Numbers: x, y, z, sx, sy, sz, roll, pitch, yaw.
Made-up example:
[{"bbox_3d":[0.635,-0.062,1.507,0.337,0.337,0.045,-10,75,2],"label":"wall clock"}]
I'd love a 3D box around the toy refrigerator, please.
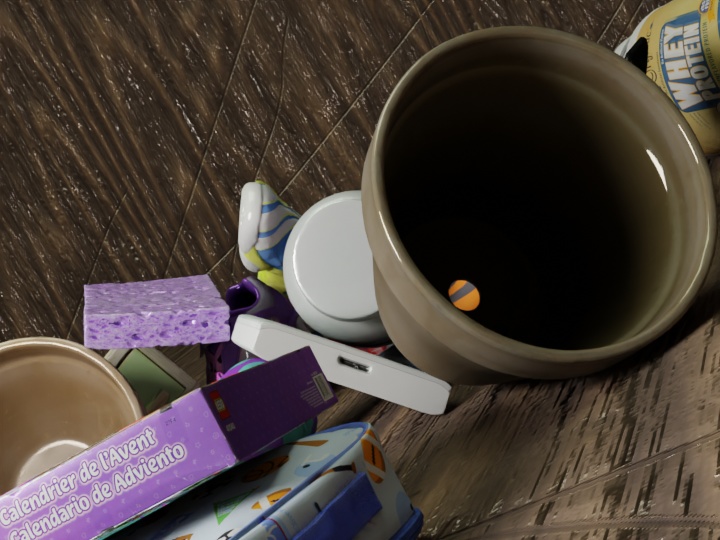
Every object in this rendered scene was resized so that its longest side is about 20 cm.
[{"bbox_3d":[-0.224,0.150,1.203,0.201,0.076,0.070,-52,8,-10],"label":"toy refrigerator"}]

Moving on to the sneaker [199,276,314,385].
[{"bbox_3d":[-0.107,0.083,1.252,0.080,0.088,0.201,-28,28,39],"label":"sneaker"}]

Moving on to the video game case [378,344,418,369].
[{"bbox_3d":[0.119,0.023,1.128,0.199,0.022,0.182,-32,4,-12],"label":"video game case"}]

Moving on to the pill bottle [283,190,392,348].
[{"bbox_3d":[0.000,0.000,1.100,0.111,0.113,0.200,-30,-7,1],"label":"pill bottle"}]

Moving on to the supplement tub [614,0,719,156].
[{"bbox_3d":[0.326,-0.184,1.293,0.144,0.146,0.199,-32,4,-30],"label":"supplement tub"}]

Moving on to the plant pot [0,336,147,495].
[{"bbox_3d":[-0.241,0.160,1.106,0.199,0.202,0.093,-30,-25,0],"label":"plant pot"}]

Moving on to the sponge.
[{"bbox_3d":[-0.169,0.032,1.182,0.110,0.030,0.200,-4,8,-10],"label":"sponge"}]

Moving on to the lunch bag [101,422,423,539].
[{"bbox_3d":[-0.068,0.145,0.652,0.159,0.076,0.200,-24,6,38],"label":"lunch bag"}]

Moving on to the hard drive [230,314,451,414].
[{"bbox_3d":[-0.020,0.063,1.019,0.200,0.130,0.027,175,113,-81],"label":"hard drive"}]

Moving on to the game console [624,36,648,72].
[{"bbox_3d":[0.163,-0.081,1.124,0.175,0.117,0.200,-28,4,19],"label":"game console"}]

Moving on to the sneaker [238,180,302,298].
[{"bbox_3d":[-0.049,-0.026,1.310,0.104,0.077,0.200,1,-17,5],"label":"sneaker"}]

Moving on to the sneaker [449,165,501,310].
[{"bbox_3d":[0.085,-0.050,1.000,0.111,0.078,0.201,17,-57,-34],"label":"sneaker"}]

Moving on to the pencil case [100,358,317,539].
[{"bbox_3d":[-0.110,0.131,0.992,0.091,0.086,0.200,16,25,23],"label":"pencil case"}]

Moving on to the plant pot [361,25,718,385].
[{"bbox_3d":[0.082,-0.014,0.861,0.199,0.201,0.174,-32,-11,-24],"label":"plant pot"}]

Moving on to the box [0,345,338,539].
[{"bbox_3d":[-0.097,0.093,0.724,0.136,0.039,0.200,-30,-4,11],"label":"box"}]

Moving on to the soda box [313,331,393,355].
[{"bbox_3d":[-0.025,0.063,1.365,0.070,0.064,0.199,-33,6,-40],"label":"soda box"}]
